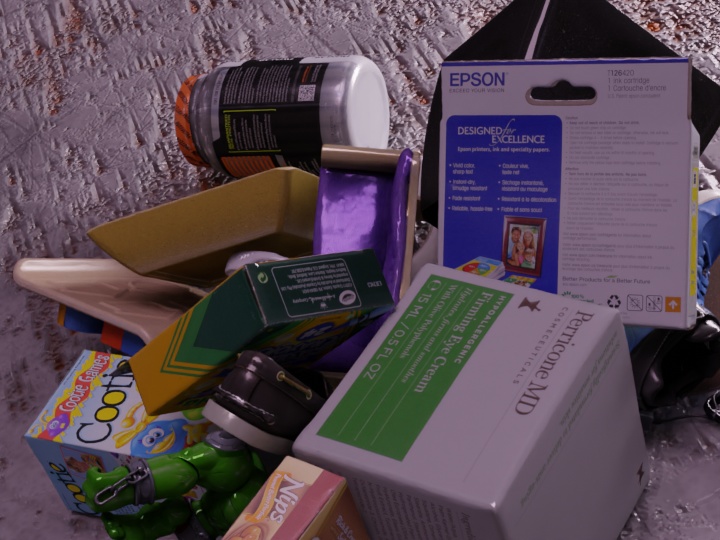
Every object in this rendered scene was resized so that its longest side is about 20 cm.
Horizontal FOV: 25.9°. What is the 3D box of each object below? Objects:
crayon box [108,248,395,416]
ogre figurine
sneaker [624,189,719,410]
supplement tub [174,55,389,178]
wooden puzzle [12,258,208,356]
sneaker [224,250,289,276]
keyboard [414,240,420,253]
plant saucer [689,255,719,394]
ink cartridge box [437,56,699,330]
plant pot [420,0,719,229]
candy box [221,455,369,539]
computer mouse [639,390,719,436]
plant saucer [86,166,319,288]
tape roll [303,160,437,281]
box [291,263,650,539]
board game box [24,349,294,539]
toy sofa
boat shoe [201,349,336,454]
[{"bbox_3d":[-0.084,0.054,1.175,0.126,0.200,0.052,-8,71,-42],"label":"crayon box"},{"bbox_3d":[-0.112,0.190,1.159,0.120,0.200,0.098,-35,18,-7],"label":"ogre figurine"},{"bbox_3d":[0.262,0.027,1.246,0.200,0.077,0.111,-45,43,-15],"label":"sneaker"},{"bbox_3d":[-0.080,-0.155,1.597,0.200,0.123,0.123,1,45,22],"label":"supplement tub"},{"bbox_3d":[-0.191,0.042,1.429,0.200,0.046,0.185,24,15,36],"label":"wooden puzzle"},{"bbox_3d":[-0.043,0.065,1.334,0.200,0.075,0.115,25,80,12],"label":"sneaker"},{"bbox_3d":[0.101,-0.013,1.448,0.127,0.021,0.200,-14,40,5],"label":"keyboard"},{"bbox_3d":[0.265,0.023,1.335,0.200,0.032,0.200,-12,42,11],"label":"plant saucer"},{"bbox_3d":[0.157,-0.059,1.195,0.197,0.200,0.047,3,2,23],"label":"ink cartridge box"},{"bbox_3d":[0.164,-0.099,1.345,0.199,0.200,0.178,-34,27,58],"label":"plant pot"},{"bbox_3d":[-0.037,0.239,1.092,0.055,0.200,0.115,15,51,33],"label":"candy box"},{"bbox_3d":[0.241,0.113,1.245,0.200,0.034,0.059,-5,42,16],"label":"computer mouse"},{"bbox_3d":[-0.112,-0.030,1.408,0.200,0.200,0.049,-17,80,18],"label":"plant saucer"},{"bbox_3d":[0.026,-0.021,1.449,0.203,0.037,0.203,-19,41,17],"label":"tape roll"},{"bbox_3d":[0.088,0.142,1.148,0.171,0.200,0.199,14,50,31],"label":"box"},{"bbox_3d":[-0.159,0.148,1.313,0.200,0.105,0.103,7,47,26],"label":"board game box"},{"bbox_3d":[0.000,0.000,1.261,0.083,0.098,0.200,5,79,2],"label":"toy sofa"},{"bbox_3d":[-0.044,0.101,1.146,0.072,0.201,0.061,28,90,23],"label":"boat shoe"}]
